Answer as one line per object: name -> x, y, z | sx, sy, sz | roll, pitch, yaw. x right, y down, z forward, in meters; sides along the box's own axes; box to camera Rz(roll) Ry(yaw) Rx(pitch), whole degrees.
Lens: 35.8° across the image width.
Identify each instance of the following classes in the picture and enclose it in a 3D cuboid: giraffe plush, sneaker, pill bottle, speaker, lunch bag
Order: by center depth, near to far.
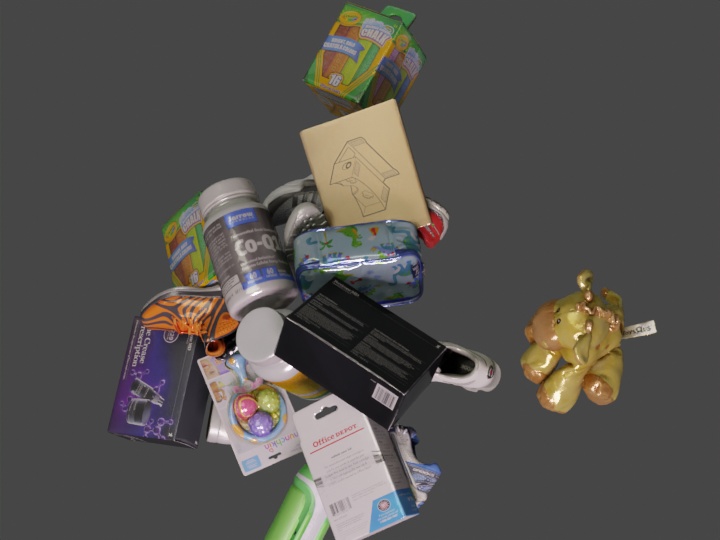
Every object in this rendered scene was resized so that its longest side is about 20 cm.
giraffe plush -> 0.304, 0.090, 1.555 | 0.199, 0.162, 0.174 | -30, 61, 12
sneaker -> 0.044, 0.261, 1.675 | 0.085, 0.077, 0.200 | -45, 68, -3
speaker -> -0.097, 0.398, 1.676 | 0.088, 0.088, 0.202 | 24, 83, 30
sneaker -> 0.106, 0.133, 1.678 | 0.198, 0.088, 0.075 | 3, 74, 27
pill bottle -> -0.108, 0.124, 1.714 | 0.112, 0.200, 0.114 | -9, 68, 22
lunch bag -> 0.000, 0.000, 1.716 | 0.197, 0.161, 0.083 | -7, 59, 0
pill bottle -> -0.179, -0.034, 1.727 | 0.113, 0.114, 0.202 | -27, 69, 13
sneaker -> -0.260, 0.086, 1.763 | 0.198, 0.078, 0.113 | -12, 51, 13
sneaker -> 0.041, -0.094, 1.767 | 0.198, 0.077, 0.086 | 22, 77, 9
sneaker -> -0.096, -0.053, 1.782 | 0.076, 0.201, 0.081 | -15, 60, -14
sneaker -> -0.197, 0.191, 1.822 | 0.084, 0.073, 0.202 | 11, 63, -9
sneaker -> -0.073, -0.095, 1.850 | 0.198, 0.075, 0.115 | -23, 61, 13

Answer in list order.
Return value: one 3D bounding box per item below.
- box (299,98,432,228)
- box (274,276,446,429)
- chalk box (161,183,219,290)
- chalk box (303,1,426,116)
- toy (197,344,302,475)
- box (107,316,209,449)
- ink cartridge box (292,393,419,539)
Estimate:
box -> 0.008, -0.145, 1.734 | 0.162, 0.021, 0.202 | -17, 90, 12
box -> 0.000, 0.114, 1.582 | 0.199, 0.141, 0.079 | 32, 128, 14
chalk box -> -0.245, -0.049, 1.866 | 0.124, 0.123, 0.202 | -38, 58, 37
chalk box -> 0.020, -0.358, 1.867 | 0.124, 0.124, 0.202 | 24, 83, 29
toy -> -0.168, 0.205, 1.754 | 0.114, 0.047, 0.202 | -20, 71, -17
box -> -0.327, 0.186, 1.867 | 0.140, 0.079, 0.202 | 3, 73, 23
ink cartridge box -> -0.008, 0.279, 1.608 | 0.115, 0.067, 0.202 | -27, 74, 18
